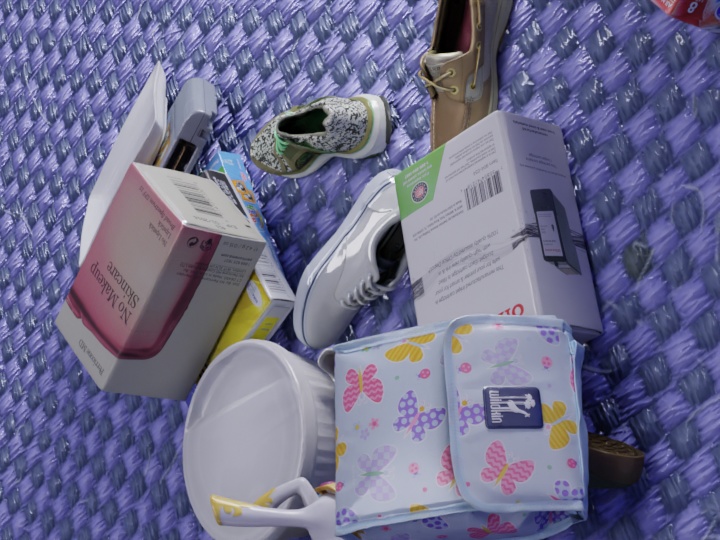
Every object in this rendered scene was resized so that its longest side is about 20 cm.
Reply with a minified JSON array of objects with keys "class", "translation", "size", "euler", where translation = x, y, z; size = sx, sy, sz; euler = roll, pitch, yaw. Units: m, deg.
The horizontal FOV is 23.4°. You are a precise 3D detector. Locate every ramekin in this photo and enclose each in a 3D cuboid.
[{"class":"ramekin","translation":[-0.082,0.172,1.710],"size":[0.202,0.094,0.204],"euler":[-12,74,48]}]

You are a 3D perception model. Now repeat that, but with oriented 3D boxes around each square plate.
[{"class":"square plate","translation":[-0.265,-0.120,1.982],"size":[0.199,0.028,0.200],"euler":[-59,17,20]}]

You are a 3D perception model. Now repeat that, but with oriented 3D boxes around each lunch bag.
[{"class":"lunch bag","translation":[0.083,0.129,1.392],"size":[0.199,0.127,0.171],"euler":[-11,64,23]}]

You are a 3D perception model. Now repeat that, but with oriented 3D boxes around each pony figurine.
[{"class":"pony figurine","translation":[-0.012,0.252,1.521],"size":[0.199,0.167,0.194],"euler":[-17,74,1]}]

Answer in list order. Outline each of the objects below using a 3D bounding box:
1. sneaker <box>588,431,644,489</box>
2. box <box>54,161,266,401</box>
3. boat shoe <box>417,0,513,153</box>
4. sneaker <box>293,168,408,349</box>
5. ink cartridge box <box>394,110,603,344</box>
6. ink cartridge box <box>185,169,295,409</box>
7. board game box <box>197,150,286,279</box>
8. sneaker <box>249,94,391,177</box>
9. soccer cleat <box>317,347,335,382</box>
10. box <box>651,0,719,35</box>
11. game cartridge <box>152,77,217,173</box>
[{"class":"sneaker","translation":[0.148,0.173,1.459],"size":[0.200,0.067,0.090],"euler":[13,97,42]},{"class":"box","translation":[-0.204,0.012,1.755],"size":[0.128,0.109,0.201],"euler":[46,115,42]},{"class":"boat shoe","translation":[0.087,-0.189,1.605],"size":[0.074,0.066,0.201],"euler":[6,87,50]},{"class":"sneaker","translation":[0.000,0.000,1.665],"size":[0.201,0.073,0.071],"euler":[-61,40,21]},{"class":"ink cartridge box","translation":[0.117,-0.015,1.521],"size":[0.145,0.084,0.201],"euler":[-30,60,43]},{"class":"ink cartridge box","translation":[-0.166,0.032,1.821],"size":[0.200,0.047,0.198],"euler":[-52,50,25]},{"class":"board game box","translation":[-0.154,-0.004,1.875],"size":[0.151,0.036,0.201],"euler":[-47,51,33]},{"class":"sneaker","translation":[-0.060,-0.144,1.752],"size":[0.199,0.088,0.077],"euler":[-13,73,48]},{"class":"soccer cleat","translation":[0.033,0.130,1.596],"size":[0.200,0.077,0.070],"euler":[39,112,46]},{"class":"box","translation":[0.249,-0.286,1.413],"size":[0.100,0.095,0.200],"euler":[-59,44,24]},{"class":"game cartridge","translation":[-0.218,-0.112,1.931],"size":[0.201,0.041,0.133],"euler":[-61,21,18]}]
